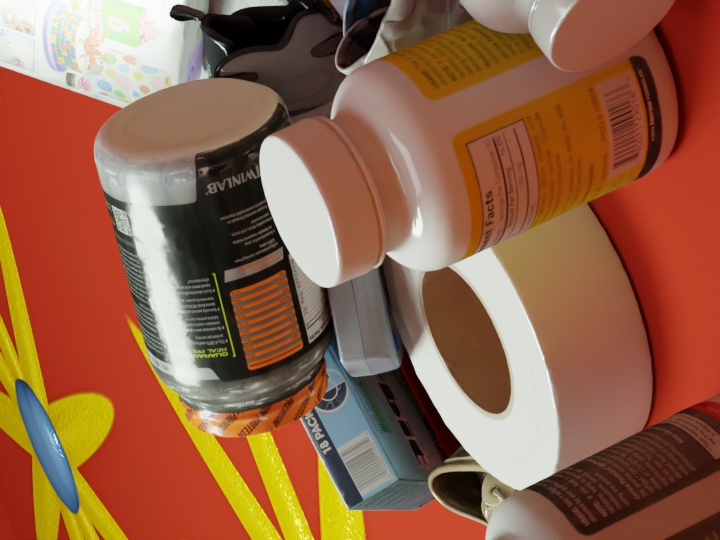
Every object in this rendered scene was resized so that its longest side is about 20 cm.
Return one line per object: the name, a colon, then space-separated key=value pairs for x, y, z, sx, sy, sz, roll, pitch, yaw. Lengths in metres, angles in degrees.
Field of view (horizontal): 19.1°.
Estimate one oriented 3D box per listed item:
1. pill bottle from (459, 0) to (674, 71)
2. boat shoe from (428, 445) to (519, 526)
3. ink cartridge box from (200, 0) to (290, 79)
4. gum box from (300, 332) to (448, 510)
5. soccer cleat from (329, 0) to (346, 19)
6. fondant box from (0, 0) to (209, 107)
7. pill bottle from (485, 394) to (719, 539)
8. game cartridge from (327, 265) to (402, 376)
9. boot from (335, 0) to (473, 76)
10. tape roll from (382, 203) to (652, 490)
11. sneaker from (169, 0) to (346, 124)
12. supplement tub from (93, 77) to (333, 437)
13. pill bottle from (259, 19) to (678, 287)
pill bottle: x=0.070 y=-0.196 z=1.036 sx=0.201 sy=0.112 sz=0.113 roll=56 pitch=158 yaw=25
boat shoe: x=0.111 y=0.153 z=1.378 sx=0.200 sy=0.064 sz=0.072 roll=10 pitch=122 yaw=65
ink cartridge box: x=-0.075 y=-0.159 z=1.501 sx=0.201 sy=0.040 sz=0.200 roll=98 pitch=150 yaw=-42
gum box: x=-0.006 y=0.083 z=1.495 sx=0.171 sy=0.044 sz=0.200 roll=61 pitch=-171 yaw=13
soccer cleat: x=0.009 y=-0.175 z=1.301 sx=0.201 sy=0.068 sz=0.073 roll=54 pitch=180 yaw=21
fondant box: x=-0.206 y=-0.201 z=1.499 sx=0.198 sy=0.058 sz=0.145 roll=20 pitch=137 yaw=7
pill bottle: x=0.135 y=0.153 z=1.124 sx=0.111 sy=0.199 sz=0.111 roll=52 pitch=155 yaw=36
game cartridge: x=0.000 y=0.000 z=1.404 sx=0.200 sy=0.040 sz=0.135 roll=-62 pitch=-35 yaw=-84
boot: x=0.024 y=-0.108 z=1.176 sx=0.074 sy=0.095 sz=0.202 roll=43 pitch=127 yaw=49
tape roll: x=0.090 y=0.028 z=1.290 sx=0.203 sy=0.070 sz=0.203 roll=51 pitch=155 yaw=34
sneaker: x=-0.085 y=-0.112 z=1.377 sx=0.140 sy=0.199 sz=0.078 roll=45 pitch=-159 yaw=-26
supplement tub: x=-0.085 y=-0.006 z=1.322 sx=0.122 sy=0.122 sz=0.202 roll=35 pitch=142 yaw=55
pill bottle: x=0.053 y=-0.067 z=1.090 sx=0.111 sy=0.199 sz=0.112 roll=50 pitch=154 yaw=36
